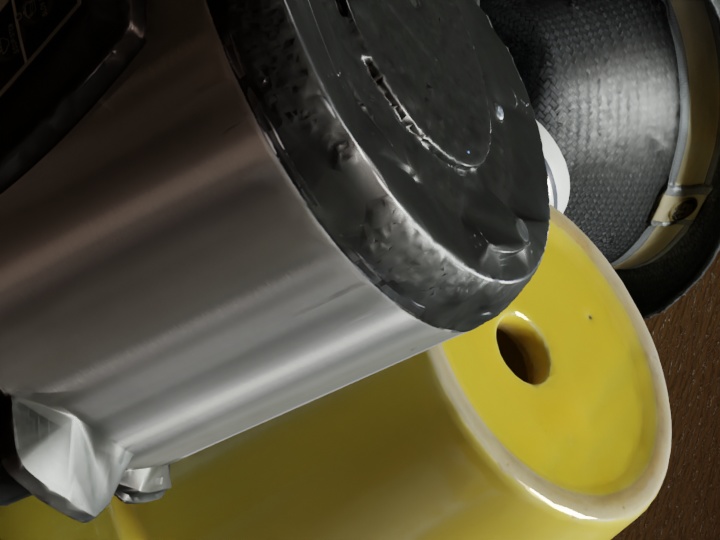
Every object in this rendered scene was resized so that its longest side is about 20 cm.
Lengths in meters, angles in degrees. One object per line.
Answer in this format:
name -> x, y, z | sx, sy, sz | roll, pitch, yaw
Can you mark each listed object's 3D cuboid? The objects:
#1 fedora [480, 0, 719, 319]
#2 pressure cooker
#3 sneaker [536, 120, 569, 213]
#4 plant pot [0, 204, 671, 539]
fedora -> 0.078, -0.065, 0.966 | 0.091, 0.201, 0.202 | -11, 123, -28
pressure cooker -> -0.064, -0.030, 0.667 | 0.180, 0.199, 0.176 | 63, 25, -5
sneaker -> 0.000, 0.000, 0.931 | 0.200, 0.079, 0.079 | -29, -171, 44
plant pot -> -0.001, 0.064, 0.798 | 0.189, 0.201, 0.201 | -34, -172, 37
